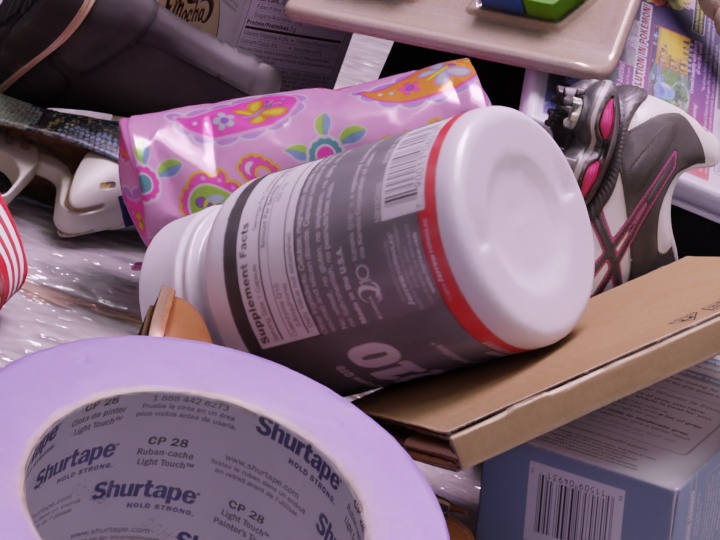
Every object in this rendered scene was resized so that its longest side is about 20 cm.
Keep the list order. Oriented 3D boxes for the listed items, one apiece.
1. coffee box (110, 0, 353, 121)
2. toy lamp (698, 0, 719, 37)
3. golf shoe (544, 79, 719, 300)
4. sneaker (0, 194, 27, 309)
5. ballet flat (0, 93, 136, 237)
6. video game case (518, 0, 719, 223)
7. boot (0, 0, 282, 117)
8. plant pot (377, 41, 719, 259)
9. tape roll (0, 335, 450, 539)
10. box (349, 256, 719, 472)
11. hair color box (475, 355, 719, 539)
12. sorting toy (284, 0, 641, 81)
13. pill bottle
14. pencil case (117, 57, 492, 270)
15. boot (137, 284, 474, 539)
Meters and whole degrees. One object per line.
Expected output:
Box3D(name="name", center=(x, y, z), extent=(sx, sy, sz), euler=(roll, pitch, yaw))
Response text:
Box3D(name="coffee box", center=(-0.066, -0.142, 1.634), extent=(0.080, 0.200, 0.113), euler=(6, 24, -31))
Box3D(name="toy lamp", center=(0.180, -0.171, 1.543), extent=(0.058, 0.058, 0.200), euler=(0, 48, -41))
Box3D(name="golf shoe", center=(0.114, 0.005, 1.429), extent=(0.088, 0.200, 0.077), euler=(18, 12, -13))
Box3D(name="sneaker", center=(-0.254, -0.031, 1.398), extent=(0.200, 0.078, 0.116), euler=(36, 15, 8))
Box3D(name="ballet flat", center=(-0.173, -0.052, 1.528), extent=(0.200, 0.074, 0.074), euler=(15, 21, -7))
Box3D(name="video game case", center=(0.178, -0.105, 1.537), extent=(0.182, 0.023, 0.200), euler=(22, 42, -8))
Box3D(name="boot", center=(-0.142, -0.099, 1.570), extent=(0.138, 0.078, 0.200), euler=(28, -21, -17))
Box3D(name="plant pot", center=(0.116, -0.045, 1.590), extent=(0.199, 0.200, 0.178), euler=(13, 33, -18))
Box3D(name="tape roll", center=(-0.071, 0.119, 1.082), extent=(0.200, 0.085, 0.200), euler=(13, 35, -9))
Box3D(name="box", center=(0.103, 0.039, 1.312), extent=(0.200, 0.021, 0.163), euler=(-23, 8, -15))
Box3D(name="hair color box", center=(0.146, 0.080, 1.359), extent=(0.099, 0.061, 0.200), euler=(16, 27, 26))
Box3D(name="sorting toy", center=(0.074, -0.198, 1.520), extent=(0.185, 0.037, 0.200), euler=(13, 60, 19))
Box3D(name="pill bottle", center=(0.000, 0.000, 1.344), extent=(0.200, 0.114, 0.114), euler=(-16, -3, 36))
Box3D(name="pencil case", center=(-0.027, -0.054, 1.460), extent=(0.199, 0.088, 0.087), euler=(-11, 25, -3))
Box3D(name="boot", center=(-0.030, 0.085, 1.273), extent=(0.155, 0.077, 0.200), euler=(11, 25, -16))
